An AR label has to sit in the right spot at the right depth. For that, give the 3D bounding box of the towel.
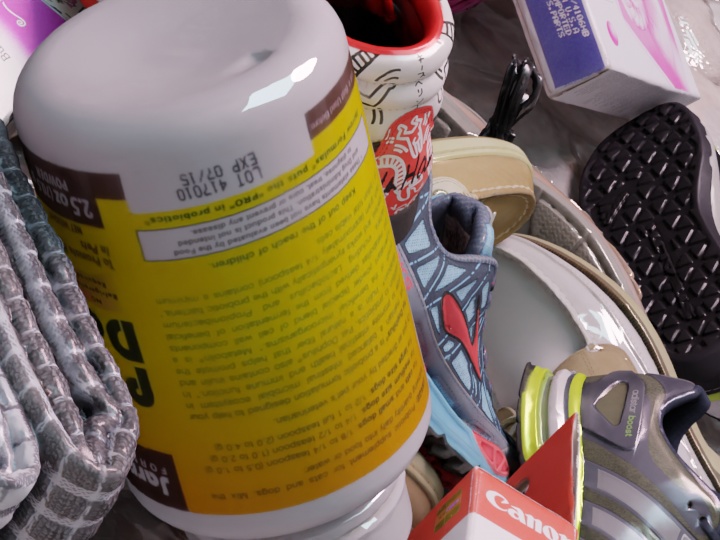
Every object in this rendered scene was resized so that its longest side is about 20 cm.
[{"bbox_3d":[-0.158,0.034,0.870,0.085,0.166,0.200,1,51,-41],"label":"towel"}]

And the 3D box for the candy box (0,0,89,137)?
[{"bbox_3d":[-0.186,-0.089,1.036,0.136,0.061,0.200,40,50,-3],"label":"candy box"}]

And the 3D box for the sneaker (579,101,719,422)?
[{"bbox_3d":[0.159,0.006,1.354,0.083,0.072,0.200,50,22,-39],"label":"sneaker"}]

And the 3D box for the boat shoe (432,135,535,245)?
[{"bbox_3d":[0.000,-0.001,1.148,0.200,0.073,0.063,-16,59,-40],"label":"boat shoe"}]

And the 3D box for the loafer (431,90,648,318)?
[{"bbox_3d":[0.074,-0.016,1.271,0.200,0.072,0.063,50,26,18],"label":"loafer"}]

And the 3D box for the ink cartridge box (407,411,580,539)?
[{"bbox_3d":[0.026,0.133,1.001,0.050,0.109,0.200,31,33,-15],"label":"ink cartridge box"}]

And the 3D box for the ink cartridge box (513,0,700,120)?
[{"bbox_3d":[0.111,-0.173,1.414,0.200,0.043,0.197,3,65,-66],"label":"ink cartridge box"}]

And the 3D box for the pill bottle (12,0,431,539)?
[{"bbox_3d":[-0.039,0.011,0.925,0.109,0.109,0.200,-74,155,-55],"label":"pill bottle"}]

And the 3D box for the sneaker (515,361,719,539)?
[{"bbox_3d":[0.108,0.122,1.085,0.074,0.081,0.200,63,19,-62],"label":"sneaker"}]

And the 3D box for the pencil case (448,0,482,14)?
[{"bbox_3d":[0.036,-0.221,1.452,0.200,0.091,0.094,-90,162,-50],"label":"pencil case"}]

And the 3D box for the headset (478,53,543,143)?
[{"bbox_3d":[-0.025,-0.094,1.219,0.200,0.094,0.124,27,26,-6],"label":"headset"}]

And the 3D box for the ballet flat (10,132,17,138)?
[{"bbox_3d":[-0.118,-0.065,1.143,0.200,0.071,0.065,36,59,-3],"label":"ballet flat"}]

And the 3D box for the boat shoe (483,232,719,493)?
[{"bbox_3d":[0.096,0.065,1.187,0.068,0.075,0.200,-9,57,-54],"label":"boat shoe"}]

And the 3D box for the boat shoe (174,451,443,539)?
[{"bbox_3d":[-0.053,0.071,1.043,0.200,0.071,0.065,26,70,-36],"label":"boat shoe"}]

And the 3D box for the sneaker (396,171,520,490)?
[{"bbox_3d":[0.030,0.021,1.088,0.079,0.096,0.200,26,-15,32],"label":"sneaker"}]

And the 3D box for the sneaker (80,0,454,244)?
[{"bbox_3d":[-0.038,-0.107,0.995,0.067,0.108,0.201,-22,57,-30],"label":"sneaker"}]
